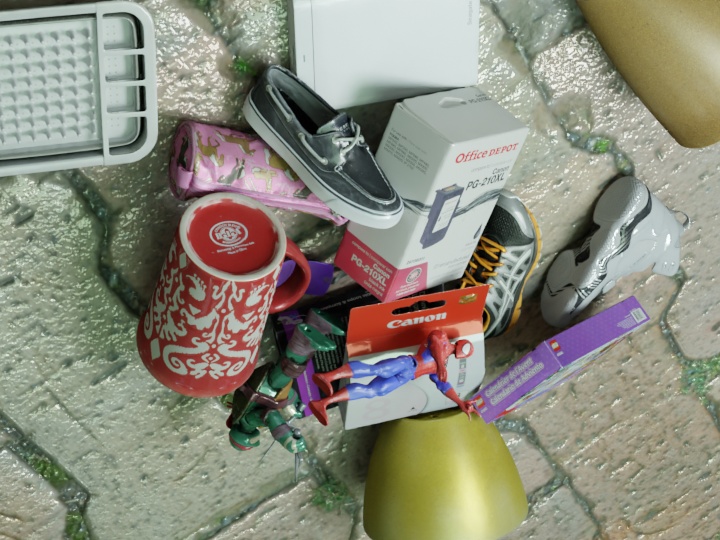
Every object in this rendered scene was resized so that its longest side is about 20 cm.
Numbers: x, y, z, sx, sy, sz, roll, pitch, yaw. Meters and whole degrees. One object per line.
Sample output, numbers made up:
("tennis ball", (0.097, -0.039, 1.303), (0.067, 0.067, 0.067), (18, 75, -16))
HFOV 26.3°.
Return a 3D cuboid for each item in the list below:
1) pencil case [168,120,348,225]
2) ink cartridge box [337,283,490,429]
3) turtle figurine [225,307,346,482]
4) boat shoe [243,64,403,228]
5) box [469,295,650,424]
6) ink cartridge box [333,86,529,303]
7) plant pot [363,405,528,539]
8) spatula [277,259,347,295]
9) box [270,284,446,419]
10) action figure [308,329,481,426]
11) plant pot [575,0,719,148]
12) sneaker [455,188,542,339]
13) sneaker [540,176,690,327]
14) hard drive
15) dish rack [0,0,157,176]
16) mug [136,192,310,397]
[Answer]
("pencil case", (-0.099, -0.099, 1.576), (0.199, 0.086, 0.083), (9, 90, -24))
("ink cartridge box", (0.060, 0.099, 1.705), (0.162, 0.057, 0.200), (-10, 153, -12))
("turtle figurine", (-0.087, 0.141, 1.676), (0.100, 0.150, 0.201), (24, 110, -13))
("boat shoe", (-0.029, -0.126, 1.533), (0.072, 0.200, 0.068), (-35, 166, -44))
("box", (0.233, 0.102, 1.786), (0.200, 0.039, 0.137), (-21, 163, -48))
("ink cartridge box", (0.074, -0.081, 1.621), (0.144, 0.084, 0.201), (-17, 138, -49))
("plant pot", (0.092, 0.225, 1.825), (0.199, 0.200, 0.143), (-12, 105, -14))
("spatula", (0.000, 0.000, 1.724), (0.199, 0.021, 0.057), (-7, 142, -22))
("box", (0.006, 0.083, 1.765), (0.199, 0.036, 0.143), (-16, 131, -7))
("action figure", (0.054, 0.122, 1.619), (0.199, 0.099, 0.066), (-21, 137, -33))
("plant pot", (0.324, -0.259, 1.603), (0.200, 0.187, 0.187), (34, 105, -22))
("sneaker", (0.148, 0.001, 1.738), (0.077, 0.078, 0.201), (-27, 134, -40))
("sneaker", (0.303, -0.006, 1.810), (0.115, 0.075, 0.201), (23, 108, -29))
("hard drive", (0.025, -0.236, 1.577), (0.199, 0.027, 0.133), (-12, 126, -15))
("dish rack", (-0.297, -0.179, 1.473), (0.199, 0.044, 0.172), (-9, 125, -17))
("mug", (-0.138, 0.008, 1.578), (0.133, 0.178, 0.200), (33, 143, 7))
